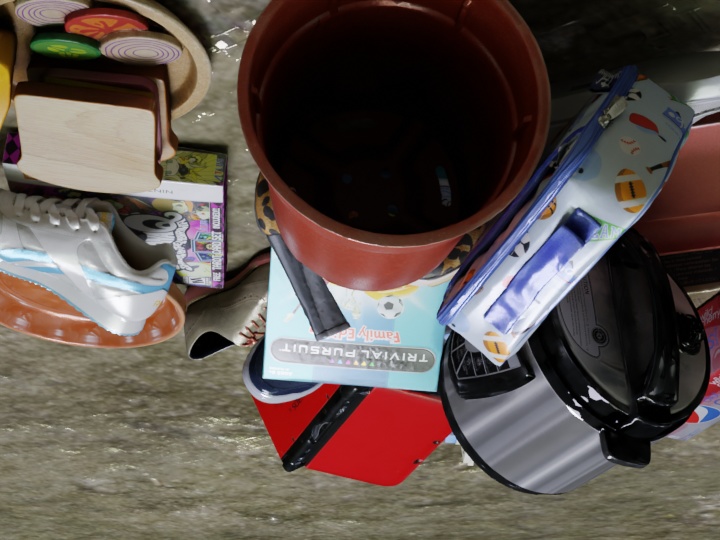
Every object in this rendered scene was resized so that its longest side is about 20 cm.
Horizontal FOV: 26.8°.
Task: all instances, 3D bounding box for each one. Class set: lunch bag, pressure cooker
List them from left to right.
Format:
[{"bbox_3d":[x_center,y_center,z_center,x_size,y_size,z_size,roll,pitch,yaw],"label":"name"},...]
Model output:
[{"bbox_3d":[0.133,-0.037,0.989,0.075,0.160,0.200,37,131,2],"label":"lunch bag"},{"bbox_3d":[0.178,0.067,1.203,0.176,0.178,0.200,52,137,2],"label":"pressure cooker"}]

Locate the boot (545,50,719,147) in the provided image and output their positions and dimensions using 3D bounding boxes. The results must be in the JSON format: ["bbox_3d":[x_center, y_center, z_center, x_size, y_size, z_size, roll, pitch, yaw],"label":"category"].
[{"bbox_3d":[0.194,-0.092,1.071,0.199,0.074,0.096,-7,110,35],"label":"boot"}]

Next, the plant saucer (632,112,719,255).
[{"bbox_3d":[0.270,-0.076,1.181,0.198,0.037,0.200,-8,152,21],"label":"plant saucer"}]

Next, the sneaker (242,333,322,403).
[{"bbox_3d":[-0.012,0.042,1.335,0.199,0.070,0.109,-30,171,-26],"label":"sneaker"}]

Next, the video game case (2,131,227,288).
[{"bbox_3d":[-0.203,-0.048,1.296,0.179,0.036,0.200,6,154,-3],"label":"video game case"}]

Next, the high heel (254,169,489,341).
[{"bbox_3d":[0.023,-0.050,1.159,0.199,0.143,0.071,-25,177,-10],"label":"high heel"}]

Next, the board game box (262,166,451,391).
[{"bbox_3d":[0.000,0.000,1.240,0.149,0.047,0.202,4,120,-2],"label":"board game box"}]

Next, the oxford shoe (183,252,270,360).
[{"bbox_3d":[-0.089,0.036,1.411,0.070,0.075,0.199,26,146,-37],"label":"oxford shoe"}]

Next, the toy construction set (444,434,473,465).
[{"bbox_3d":[0.045,0.151,1.632,0.198,0.093,0.131,16,154,-1],"label":"toy construction set"}]

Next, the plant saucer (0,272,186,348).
[{"bbox_3d":[-0.256,0.020,1.371,0.198,0.033,0.201,5,156,2],"label":"plant saucer"}]

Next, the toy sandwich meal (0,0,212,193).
[{"bbox_3d":[-0.201,-0.130,1.084,0.203,0.071,0.206,3,155,1],"label":"toy sandwich meal"}]

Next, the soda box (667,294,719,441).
[{"bbox_3d":[0.300,0.080,1.291,0.063,0.071,0.200,12,152,-15],"label":"soda box"}]

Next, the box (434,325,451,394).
[{"bbox_3d":[0.130,0.069,1.486,0.199,0.049,0.161,-11,148,30],"label":"box"}]

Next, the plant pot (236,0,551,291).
[{"bbox_3d":[0.015,-0.082,1.038,0.199,0.203,0.195,5,163,-3],"label":"plant pot"}]

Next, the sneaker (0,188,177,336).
[{"bbox_3d":[-0.244,-0.029,1.226,0.199,0.077,0.081,30,113,-21],"label":"sneaker"}]

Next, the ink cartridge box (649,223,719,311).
[{"bbox_3d":[0.278,0.036,1.368,0.163,0.076,0.200,-8,152,24],"label":"ink cartridge box"}]

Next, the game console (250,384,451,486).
[{"bbox_3d":[-0.009,0.119,1.510,0.118,0.173,0.200,-14,157,-32],"label":"game console"}]
